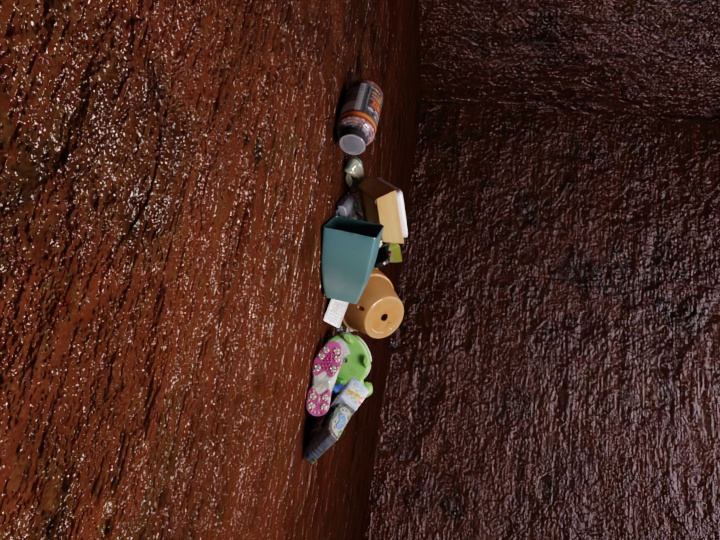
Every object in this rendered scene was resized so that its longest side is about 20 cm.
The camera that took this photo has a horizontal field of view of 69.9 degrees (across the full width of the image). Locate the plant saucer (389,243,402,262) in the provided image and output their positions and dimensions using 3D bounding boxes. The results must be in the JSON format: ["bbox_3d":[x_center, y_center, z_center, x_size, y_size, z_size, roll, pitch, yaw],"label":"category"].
[{"bbox_3d":[0.065,-0.113,1.876,0.048,0.200,0.200,-42,164,-5],"label":"plant saucer"}]

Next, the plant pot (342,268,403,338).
[{"bbox_3d":[0.038,0.110,1.551,0.140,0.199,0.202,37,-48,52],"label":"plant pot"}]

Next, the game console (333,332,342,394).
[{"bbox_3d":[-0.077,0.332,1.679,0.171,0.118,0.201,48,40,-35],"label":"game console"}]

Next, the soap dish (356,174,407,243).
[{"bbox_3d":[0.059,-0.176,1.488,0.200,0.081,0.159,-131,-153,-61],"label":"soap dish"}]

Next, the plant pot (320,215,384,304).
[{"bbox_3d":[-0.030,-0.025,1.389,0.141,0.140,0.202,-59,160,-68],"label":"plant pot"}]

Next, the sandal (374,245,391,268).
[{"bbox_3d":[0.067,-0.048,1.646,0.045,0.075,0.200,61,14,-24],"label":"sandal"}]

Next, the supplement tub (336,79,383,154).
[{"bbox_3d":[-0.004,-0.403,1.369,0.107,0.106,0.201,81,18,-58],"label":"supplement tub"}]

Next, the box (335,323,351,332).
[{"bbox_3d":[-0.038,0.134,1.723,0.200,0.037,0.138,28,68,-80],"label":"box"}]

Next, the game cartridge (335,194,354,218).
[{"bbox_3d":[-0.045,-0.115,1.530,0.133,0.040,0.202,-74,167,-64],"label":"game cartridge"}]

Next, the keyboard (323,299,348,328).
[{"bbox_3d":[-0.049,0.062,1.482,0.056,0.011,0.201,33,67,-31],"label":"keyboard"}]

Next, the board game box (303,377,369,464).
[{"bbox_3d":[-0.065,0.387,1.383,0.200,0.062,0.200,-53,178,36],"label":"board game box"}]

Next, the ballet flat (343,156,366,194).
[{"bbox_3d":[-0.017,-0.271,1.564,0.063,0.067,0.200,-57,159,-13],"label":"ballet flat"}]

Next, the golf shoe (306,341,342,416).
[{"bbox_3d":[-0.099,0.292,1.394,0.092,0.075,0.202,94,13,-73],"label":"golf shoe"}]

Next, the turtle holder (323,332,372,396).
[{"bbox_3d":[-0.022,0.263,1.486,0.142,0.185,0.132,-59,172,1],"label":"turtle holder"}]

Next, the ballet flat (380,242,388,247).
[{"bbox_3d":[0.049,-0.097,1.570,0.199,0.068,0.069,-26,98,-47],"label":"ballet flat"}]

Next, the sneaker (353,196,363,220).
[{"bbox_3d":[-0.014,-0.132,1.628,0.074,0.084,0.202,-2,78,-48],"label":"sneaker"}]
